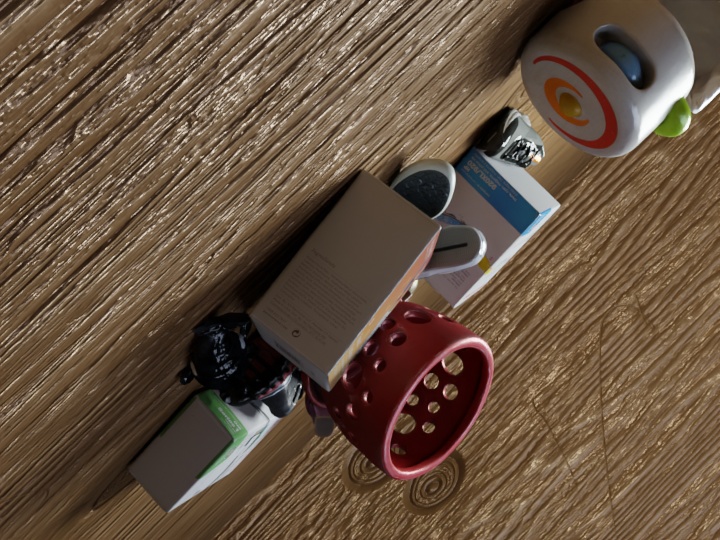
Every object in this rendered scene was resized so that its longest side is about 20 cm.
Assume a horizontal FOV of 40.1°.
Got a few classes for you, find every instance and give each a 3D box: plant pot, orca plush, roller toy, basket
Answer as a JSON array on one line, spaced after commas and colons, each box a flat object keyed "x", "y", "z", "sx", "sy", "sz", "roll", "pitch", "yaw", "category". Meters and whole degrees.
[{"x": 0.037, "y": 0.128, "z": 1.229, "sx": 0.200, "sy": 0.182, "sz": 0.202, "roll": -33, "pitch": 140, "yaw": -32, "category": "plant pot"}, {"x": -0.139, "y": 0.101, "z": 1.104, "sx": 0.105, "sy": 0.071, "sz": 0.200, "roll": -40, "pitch": 169, "yaw": -30, "category": "orca plush"}, {"x": 0.288, "y": -0.236, "z": 1.184, "sx": 0.140, "sy": 0.200, "sz": 0.183, "roll": -42, "pitch": 136, "yaw": -14, "category": "roller toy"}, {"x": 0.489, "y": -0.372, "z": 1.439, "sx": 0.200, "sy": 0.198, "sz": 0.161, "roll": -49, "pitch": 174, "yaw": 25, "category": "basket"}]

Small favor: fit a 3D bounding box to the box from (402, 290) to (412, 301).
[{"x": -0.008, "y": 0.086, "z": 1.439, "sx": 0.100, "sy": 0.075, "sz": 0.200, "roll": -39, "pitch": 166, "yaw": -35, "category": "box"}]

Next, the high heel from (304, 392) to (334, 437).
[{"x": -0.048, "y": 0.133, "z": 1.403, "sx": 0.096, "sy": 0.067, "sz": 0.201, "roll": -104, "pitch": -154, "yaw": -57, "category": "high heel"}]

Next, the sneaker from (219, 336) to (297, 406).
[{"x": -0.101, "y": 0.103, "z": 1.287, "sx": 0.200, "sy": 0.071, "sz": 0.098, "roll": -45, "pitch": 169, "yaw": -9, "category": "sneaker"}]

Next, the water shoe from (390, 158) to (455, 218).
[{"x": 0.070, "y": -0.098, "z": 1.236, "sx": 0.079, "sy": 0.071, "sz": 0.200, "roll": -67, "pitch": -175, "yaw": -30, "category": "water shoe"}]

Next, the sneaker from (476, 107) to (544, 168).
[{"x": 0.232, "y": -0.189, "z": 1.459, "sx": 0.074, "sy": 0.079, "sz": 0.200, "roll": -46, "pitch": 170, "yaw": 22, "category": "sneaker"}]

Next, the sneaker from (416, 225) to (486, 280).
[{"x": 0.061, "y": -0.014, "z": 1.218, "sx": 0.198, "sy": 0.074, "sz": 0.071, "roll": -4, "pitch": 173, "yaw": 18, "category": "sneaker"}]

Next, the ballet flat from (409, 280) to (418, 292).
[{"x": 0.053, "y": 0.026, "z": 1.541, "sx": 0.067, "sy": 0.056, "sz": 0.200, "roll": -64, "pitch": -168, "yaw": -14, "category": "ballet flat"}]

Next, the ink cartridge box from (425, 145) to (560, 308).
[{"x": 0.176, "y": -0.071, "z": 1.513, "sx": 0.200, "sy": 0.145, "sz": 0.147, "roll": -48, "pitch": 170, "yaw": 22, "category": "ink cartridge box"}]

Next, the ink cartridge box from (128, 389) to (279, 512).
[{"x": -0.201, "y": 0.228, "z": 1.348, "sx": 0.146, "sy": 0.084, "sz": 0.200, "roll": -47, "pitch": 170, "yaw": 14, "category": "ink cartridge box"}]

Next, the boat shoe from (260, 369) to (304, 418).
[{"x": -0.105, "y": 0.157, "z": 1.395, "sx": 0.070, "sy": 0.067, "sz": 0.200, "roll": -29, "pitch": -173, "yaw": 4, "category": "boat shoe"}]

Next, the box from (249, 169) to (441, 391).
[{"x": -0.015, "y": 0.016, "z": 1.090, "sx": 0.200, "sy": 0.106, "sz": 0.152, "roll": -52, "pitch": 172, "yaw": -10, "category": "box"}]
